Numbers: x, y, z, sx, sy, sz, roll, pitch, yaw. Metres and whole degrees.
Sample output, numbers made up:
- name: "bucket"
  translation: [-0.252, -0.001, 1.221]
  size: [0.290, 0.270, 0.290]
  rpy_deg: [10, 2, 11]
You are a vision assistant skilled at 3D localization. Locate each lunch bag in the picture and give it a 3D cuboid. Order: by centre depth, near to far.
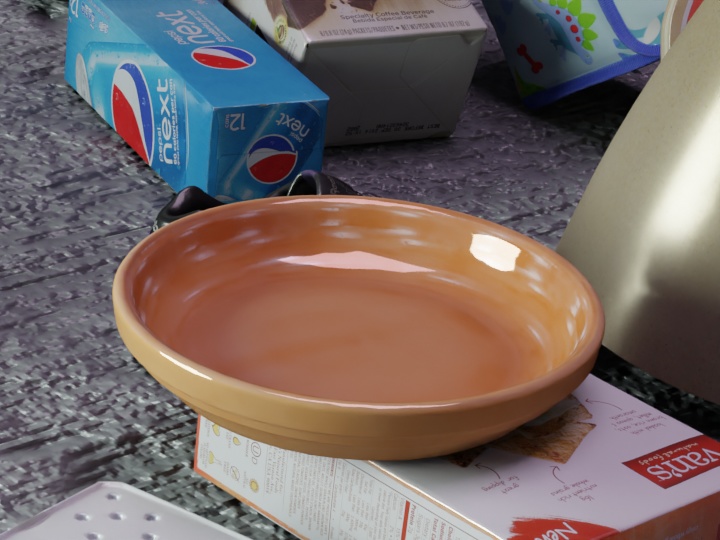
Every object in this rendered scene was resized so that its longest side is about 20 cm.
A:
- name: "lunch bag"
  translation: [0.148, -0.200, 1.613]
  size: [0.200, 0.171, 0.127]
  rpy_deg: [-19, 9, 46]

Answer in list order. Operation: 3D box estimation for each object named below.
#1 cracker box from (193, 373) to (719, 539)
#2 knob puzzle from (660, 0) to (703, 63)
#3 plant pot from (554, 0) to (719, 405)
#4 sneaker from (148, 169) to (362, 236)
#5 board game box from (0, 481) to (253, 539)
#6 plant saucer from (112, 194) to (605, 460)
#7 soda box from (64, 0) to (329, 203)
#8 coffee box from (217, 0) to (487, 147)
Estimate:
- name: "cracker box"
  translation: [0.046, 0.081, 1.195]
  size: [0.134, 0.058, 0.200]
  rpy_deg: [-17, 33, -41]
- name: "knob puzzle"
  translation: [0.238, -0.106, 1.525]
  size: [0.219, 0.221, 0.030]
  rpy_deg: [-5, -1, -25]
- name: "plant pot"
  translation: [0.203, -0.062, 1.345]
  size: [0.186, 0.201, 0.188]
  rpy_deg: [13, 24, -6]
- name: "sneaker"
  translation: [0.000, 0.000, 1.325]
  size: [0.199, 0.088, 0.076]
  rpy_deg: [-3, 25, -21]
- name: "board game box"
  translation: [-0.075, 0.152, 1.044]
  size: [0.199, 0.026, 0.200]
  rpy_deg: [21, 27, 29]
- name: "plant saucer"
  translation: [-0.001, 0.025, 1.194]
  size: [0.199, 0.038, 0.200]
  rpy_deg: [3, 25, -2]
- name: "soda box"
  translation: [-0.089, -0.096, 1.546]
  size: [0.068, 0.064, 0.200]
  rpy_deg: [-6, 27, -26]
- name: "coffee box"
  translation: [-0.028, -0.163, 1.624]
  size: [0.113, 0.080, 0.200]
  rpy_deg: [-7, 46, -27]
